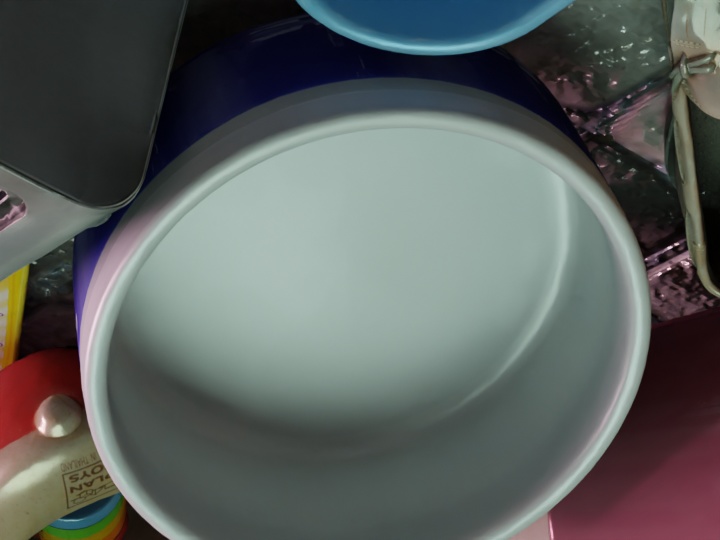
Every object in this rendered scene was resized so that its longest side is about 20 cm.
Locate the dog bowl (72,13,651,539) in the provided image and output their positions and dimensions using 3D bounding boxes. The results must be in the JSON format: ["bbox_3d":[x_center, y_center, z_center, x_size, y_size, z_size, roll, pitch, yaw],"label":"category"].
[{"bbox_3d":[-0.002,0.012,0.851,0.198,0.079,0.202,-6,124,-9],"label":"dog bowl"}]

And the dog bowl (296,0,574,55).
[{"bbox_3d":[0.047,-0.129,0.718,0.111,0.050,0.200,24,144,-29],"label":"dog bowl"}]

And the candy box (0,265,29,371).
[{"bbox_3d":[-0.194,0.019,1.023,0.101,0.027,0.200,5,150,-9],"label":"candy box"}]

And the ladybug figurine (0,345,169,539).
[{"bbox_3d":[-0.131,0.090,1.065,0.135,0.072,0.200,-21,158,-16],"label":"ladybug figurine"}]

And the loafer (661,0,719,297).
[{"bbox_3d":[0.134,-0.063,0.805,0.071,0.063,0.201,0,149,6],"label":"loafer"}]

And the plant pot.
[{"bbox_3d":[0.171,0.088,0.923,0.177,0.202,0.200,-4,149,17],"label":"plant pot"}]

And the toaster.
[{"bbox_3d":[-0.182,-0.066,0.787,0.199,0.120,0.180,28,141,-34],"label":"toaster"}]

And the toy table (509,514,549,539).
[{"bbox_3d":[0.015,0.089,1.025,0.183,0.118,0.199,-23,139,38],"label":"toy table"}]
